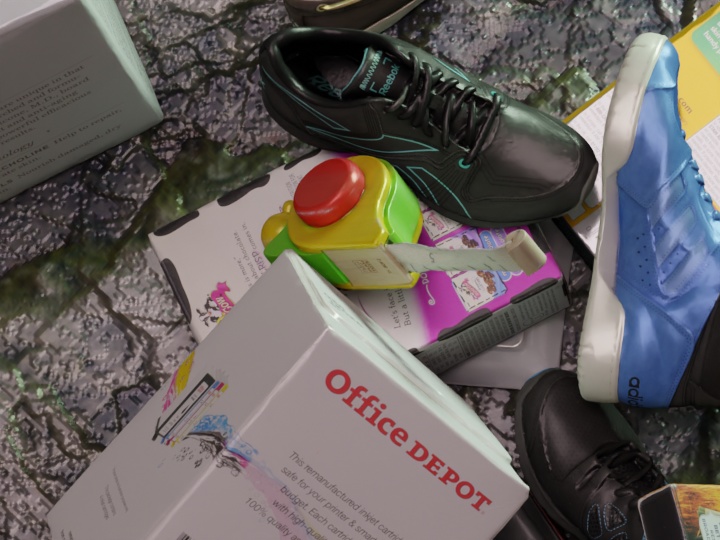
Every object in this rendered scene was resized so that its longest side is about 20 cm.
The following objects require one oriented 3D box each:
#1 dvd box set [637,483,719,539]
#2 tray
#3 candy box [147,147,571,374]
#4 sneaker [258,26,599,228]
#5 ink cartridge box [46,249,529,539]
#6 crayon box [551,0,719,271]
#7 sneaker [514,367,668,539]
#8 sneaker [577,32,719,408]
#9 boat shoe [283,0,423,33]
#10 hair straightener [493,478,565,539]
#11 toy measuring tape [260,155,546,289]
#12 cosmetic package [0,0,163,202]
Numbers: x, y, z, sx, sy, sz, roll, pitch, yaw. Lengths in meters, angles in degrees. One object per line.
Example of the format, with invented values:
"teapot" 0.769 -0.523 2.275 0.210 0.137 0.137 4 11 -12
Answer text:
"dvd box set" 0.238 0.183 1.534 0.029 0.199 0.147 -34 60 44
"tray" 0.019 0.007 1.707 0.199 0.022 0.108 5 73 11
"candy box" 0.000 0.000 1.668 0.199 0.061 0.137 -26 70 0
"sneaker" 0.032 -0.080 1.616 0.199 0.079 0.076 18 76 14
"ink cartridge box" -0.040 0.122 1.553 0.147 0.145 0.200 40 95 -20
"crayon box" 0.203 -0.070 1.676 0.200 0.052 0.126 -37 77 -2
"sneaker" 0.155 0.132 1.603 0.073 0.082 0.201 -21 72 -31
"sneaker" 0.183 -0.024 1.602 0.110 0.077 0.201 6 82 11
"boat shoe" 0.040 -0.205 1.750 0.199 0.060 0.072 -34 69 -2
"hair straightener" 0.110 0.200 1.602 0.041 0.077 0.201 -34 72 18
"toy measuring tape" 0.025 -0.028 1.581 0.199 0.073 0.074 -2 69 43
"cosmetic package" -0.236 -0.151 1.708 0.166 0.200 0.168 -26 69 1
